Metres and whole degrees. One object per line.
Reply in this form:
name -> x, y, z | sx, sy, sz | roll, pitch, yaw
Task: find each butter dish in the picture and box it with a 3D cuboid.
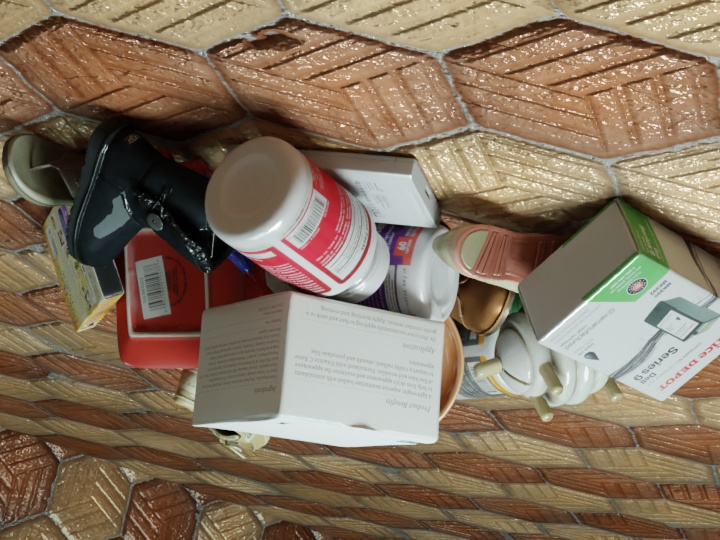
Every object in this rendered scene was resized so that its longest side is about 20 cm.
butter dish -> -0.182, 0.011, 1.675 | 0.199, 0.201, 0.148 | -2, -179, 33

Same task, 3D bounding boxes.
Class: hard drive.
hard drive -> -0.026, -0.087, 1.470 | 0.199, 0.027, 0.132 | 6, 161, 18

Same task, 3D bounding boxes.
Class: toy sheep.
toy sheep -> 0.219, 0.091, 1.571 | 0.199, 0.139, 0.138 | -10, 170, -22

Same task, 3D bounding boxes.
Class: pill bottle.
pill bottle -> 0.141, 0.104, 1.790 | 0.116, 0.117, 0.200 | 25, 159, -33
pill bottle -> -0.055, -0.041, 1.404 | 0.112, 0.113, 0.200 | 0, 158, 33
pill bottle -> 0.000, 0.000, 1.576 | 0.199, 0.112, 0.111 | 3, 160, 25

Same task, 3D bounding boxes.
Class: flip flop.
flip flop -> -0.304, -0.100, 1.550 | 0.057, 0.081, 0.200 | -26, 142, 37

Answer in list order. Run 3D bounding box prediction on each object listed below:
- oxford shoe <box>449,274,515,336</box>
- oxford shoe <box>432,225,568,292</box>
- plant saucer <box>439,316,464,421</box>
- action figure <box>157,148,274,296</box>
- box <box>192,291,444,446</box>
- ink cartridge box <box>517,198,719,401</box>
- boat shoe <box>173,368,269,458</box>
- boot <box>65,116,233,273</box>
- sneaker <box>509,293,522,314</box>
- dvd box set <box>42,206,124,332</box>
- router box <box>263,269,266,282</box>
oxford shoe -> 0.119, 0.030, 1.613 | 0.071, 0.072, 0.200 | 24, 173, -16
oxford shoe -> 0.169, -0.010, 1.499 | 0.199, 0.071, 0.074 | 19, 177, -28
plant saucer -> 0.028, 0.110, 1.731 | 0.199, 0.201, 0.037 | 10, -176, 7
action figure -> -0.163, -0.049, 1.541 | 0.200, 0.065, 0.099 | 50, 154, -12
box -> -0.046, 0.111, 1.505 | 0.198, 0.131, 0.200 | 13, 166, -32
ink cartridge box -> 0.285, 0.034, 1.441 | 0.200, 0.084, 0.146 | 25, 124, -34
boat shoe -> -0.174, 0.176, 1.728 | 0.073, 0.063, 0.200 | 13, 154, 32
boot -> -0.216, -0.043, 1.470 | 0.168, 0.076, 0.201 | 35, 133, 15
sneaker -> 0.241, 0.070, 1.685 | 0.199, 0.074, 0.083 | 25, 162, -33
dvd box set -> -0.339, -0.014, 1.720 | 0.029, 0.147, 0.200 | -16, 172, -23
router box -> -0.116, 0.083, 1.790 | 0.049, 0.180, 0.200 | 19, 160, -16
